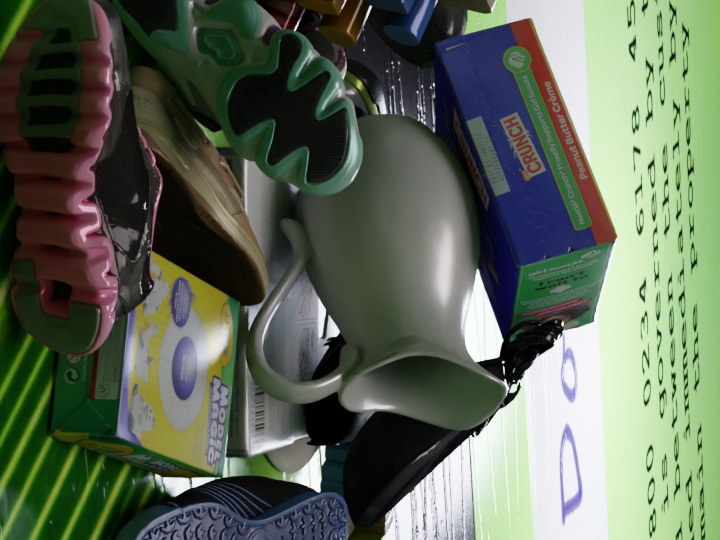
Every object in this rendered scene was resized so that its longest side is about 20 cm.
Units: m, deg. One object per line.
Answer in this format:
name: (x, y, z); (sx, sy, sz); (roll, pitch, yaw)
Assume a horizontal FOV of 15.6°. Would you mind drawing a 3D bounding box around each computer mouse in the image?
computer mouse: (0.046, 0.101, 1.787); (0.200, 0.053, 0.139); (-38, 169, -41)

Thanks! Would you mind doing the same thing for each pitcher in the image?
pitcher: (0.000, 0.000, 1.719); (0.121, 0.170, 0.201); (122, -35, -52)

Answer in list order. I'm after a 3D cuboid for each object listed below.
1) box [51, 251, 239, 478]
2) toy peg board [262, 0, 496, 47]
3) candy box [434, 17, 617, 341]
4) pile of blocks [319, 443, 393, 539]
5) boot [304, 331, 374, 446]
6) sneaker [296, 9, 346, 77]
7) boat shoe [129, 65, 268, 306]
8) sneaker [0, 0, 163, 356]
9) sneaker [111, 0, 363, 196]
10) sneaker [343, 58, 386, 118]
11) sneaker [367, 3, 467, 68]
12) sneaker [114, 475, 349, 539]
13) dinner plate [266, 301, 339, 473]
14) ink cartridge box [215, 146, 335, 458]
box: (-0.122, 0.060, 1.582); (0.200, 0.048, 0.118); (36, 57, -70)
toy peg board: (-0.041, -0.200, 1.610); (0.098, 0.198, 0.200); (-66, 155, -16)
candy box: (0.109, -0.057, 1.809); (0.200, 0.077, 0.170); (82, -11, -74)
pile of blocks: (0.005, 0.164, 1.911); (0.082, 0.062, 0.201); (18, 81, -76)
boot: (0.014, 0.028, 1.817); (0.138, 0.077, 0.202); (1, 92, -67)
sneaker: (-0.051, -0.190, 1.770); (0.200, 0.075, 0.116); (-76, 155, -64)
boat shoe: (-0.100, -0.047, 1.602); (0.200, 0.071, 0.065); (63, 34, -53)
sneaker: (-0.144, -0.059, 1.435); (0.095, 0.079, 0.201); (-26, 124, -53)
sneaker: (-0.060, -0.106, 1.580); (0.200, 0.078, 0.140); (49, -3, 21)
sneaker: (-0.015, -0.061, 1.901); (0.083, 0.071, 0.201); (-53, 137, -40)
sneaker: (0.011, -0.232, 1.792); (0.201, 0.075, 0.079); (68, 16, 10)
sneaker: (-0.096, 0.169, 1.647); (0.199, 0.078, 0.071); (-1, 95, -51)
dinner plate: (-0.039, 0.045, 1.878); (0.200, 0.024, 0.202); (0, 90, -72)
ink cartridge box: (-0.064, 0.018, 1.766); (0.173, 0.043, 0.202); (-5, 95, -73)
